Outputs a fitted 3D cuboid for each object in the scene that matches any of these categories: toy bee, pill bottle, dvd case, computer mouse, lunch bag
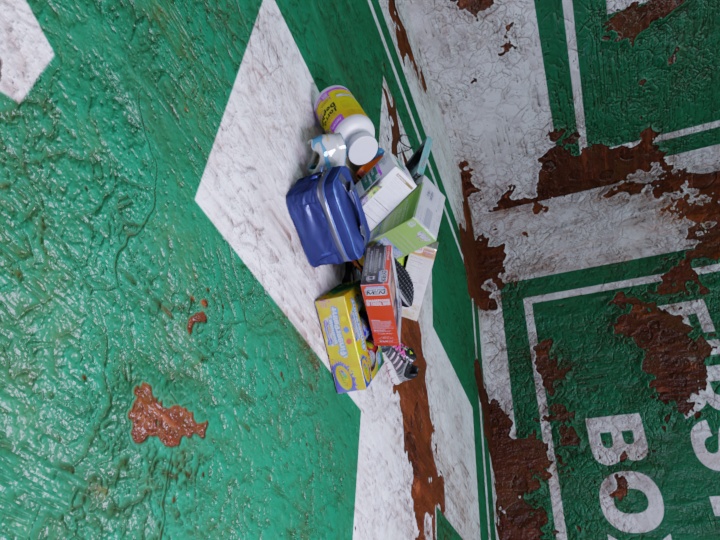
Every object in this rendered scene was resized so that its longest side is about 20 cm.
[{"bbox_3d":[0.056,-0.248,1.449,0.197,0.109,0.133,-16,67,-30],"label":"toy bee"},{"bbox_3d":[-0.031,-0.335,1.335,0.202,0.103,0.105,61,5,38],"label":"pill bottle"},{"bbox_3d":[0.112,-0.225,1.448,0.022,0.200,0.148,27,50,-10],"label":"dvd case"},{"bbox_3d":[0.000,0.000,1.439,0.199,0.043,0.112,30,54,-63],"label":"computer mouse"},{"bbox_3d":[-0.057,-0.120,1.198,0.137,0.129,0.203,-71,145,-56],"label":"lunch bag"}]

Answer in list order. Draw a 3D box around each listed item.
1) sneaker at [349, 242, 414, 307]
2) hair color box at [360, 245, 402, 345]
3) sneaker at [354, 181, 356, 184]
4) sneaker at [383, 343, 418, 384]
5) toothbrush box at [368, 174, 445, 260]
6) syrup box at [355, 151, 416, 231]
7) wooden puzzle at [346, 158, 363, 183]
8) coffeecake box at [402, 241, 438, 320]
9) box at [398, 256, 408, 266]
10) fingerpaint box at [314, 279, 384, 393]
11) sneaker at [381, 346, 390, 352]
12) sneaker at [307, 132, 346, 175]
[{"bbox_3d":[0.052,0.016,1.347,0.201,0.088,0.071,50,41,-36],"label":"sneaker"},{"bbox_3d":[0.049,0.057,1.238,0.202,0.062,0.113,75,17,-45],"label":"hair color box"},{"bbox_3d":[-0.008,-0.142,1.471,0.082,0.071,0.204,26,45,-54],"label":"sneaker"},{"bbox_3d":[0.105,0.221,1.552,0.074,0.086,0.203,-71,145,-56],"label":"sneaker"},{"bbox_3d":[0.092,-0.110,1.353,0.086,0.198,0.148,39,48,-24],"label":"toothbrush box"},{"bbox_3d":[0.029,-0.167,1.333,0.081,0.200,0.079,34,22,-32],"label":"syrup box"},{"bbox_3d":[-0.023,-0.299,1.489,0.200,0.037,0.187,46,34,-28],"label":"wooden puzzle"},{"bbox_3d":[0.157,0.017,1.603,0.154,0.071,0.205,-44,149,-76],"label":"coffeecake box"},{"bbox_3d":[0.101,-0.055,1.564,0.200,0.046,0.125,-58,152,-63],"label":"box"},{"bbox_3d":[-0.017,0.139,1.259,0.167,0.072,0.205,-32,110,-70],"label":"fingerpaint box"},{"bbox_3d":[0.029,0.106,1.403,0.070,0.082,0.205,10,74,-30],"label":"sneaker"},{"bbox_3d":[-0.077,-0.204,1.281,0.077,0.079,0.204,-124,-150,-56],"label":"sneaker"}]
